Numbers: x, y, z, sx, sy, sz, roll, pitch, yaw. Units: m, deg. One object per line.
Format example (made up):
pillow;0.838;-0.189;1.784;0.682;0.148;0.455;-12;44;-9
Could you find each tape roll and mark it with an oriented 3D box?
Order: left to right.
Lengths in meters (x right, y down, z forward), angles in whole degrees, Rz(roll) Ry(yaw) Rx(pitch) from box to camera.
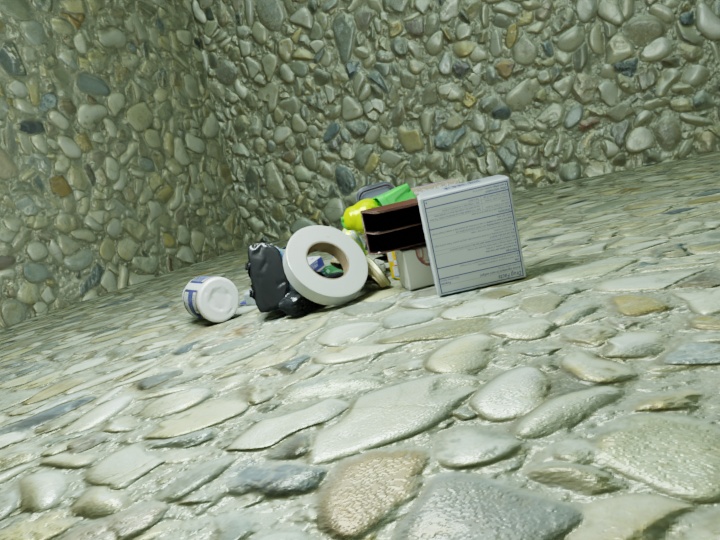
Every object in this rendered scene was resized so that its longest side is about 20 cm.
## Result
tape roll;-0.079;-0.015;1.426;0.200;0.204;0.037;-18;-27;-35

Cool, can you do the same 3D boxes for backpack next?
backpack;-0.194;0.022;1.523;0.150;0.167;0.200;-11;-10;-6

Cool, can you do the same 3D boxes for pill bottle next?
pill bottle;-0.397;0.072;1.627;0.109;0.114;0.199;-17;9;-30

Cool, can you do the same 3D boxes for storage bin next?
storage bin;0.063;-0.145;1.880;0.142;0.204;0.135;-15;22;-5

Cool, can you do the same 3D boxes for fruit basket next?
fruit basket;0.058;-0.142;1.692;0.214;0.157;0.216;-37;7;5

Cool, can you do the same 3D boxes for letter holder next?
letter holder;0.116;-0.104;1.380;0.196;0.103;0.142;-14;7;-12

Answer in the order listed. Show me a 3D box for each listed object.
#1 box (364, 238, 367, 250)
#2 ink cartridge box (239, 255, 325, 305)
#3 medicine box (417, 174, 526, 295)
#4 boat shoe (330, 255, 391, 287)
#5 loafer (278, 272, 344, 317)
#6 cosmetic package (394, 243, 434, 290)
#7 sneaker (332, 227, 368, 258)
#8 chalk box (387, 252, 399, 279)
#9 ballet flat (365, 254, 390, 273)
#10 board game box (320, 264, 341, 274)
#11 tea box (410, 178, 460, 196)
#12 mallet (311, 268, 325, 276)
box;0.123;-0.064;1.731;0.157;0.045;0.199;4;5;-25
ink cartridge box;-0.226;0.027;1.742;0.198;0.044;0.196;-4;29;46
medicine box;0.221;-0.071;1.261;0.178;0.205;0.103;-12;10;5
boat shoe;0.000;0.000;1.533;0.063;0.074;0.199;-46;40;-10
loafer;-0.104;0.050;1.447;0.069;0.070;0.199;6;23;43
cosmetic package;0.185;-0.026;1.420;0.196;0.089;0.103;-15;9;-10
sneaker;-0.033;-0.060;1.908;0.104;0.076;0.200;-33;-34;4
chalk box;0.174;-0.060;1.555;0.196;0.127;0.124;-15;7;-20
ballet flat;0.048;-0.015;1.661;0.061;0.069;0.200;-2;12;22
board game box;-0.037;-0.011;1.826;0.195;0.030;0.134;-13;-3;9
tea box;0.224;-0.167;1.935;0.195;0.201;0.134;-11;8;5
mallet;-0.078;0.015;1.516;0.064;0.042;0.200;-12;-15;13
